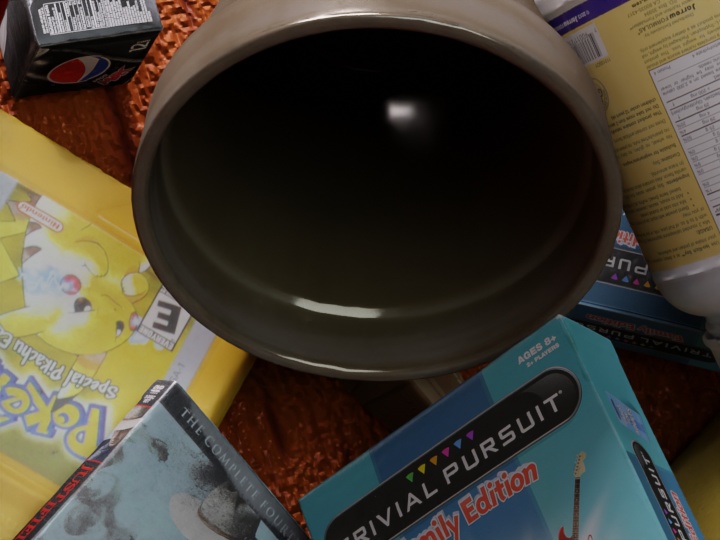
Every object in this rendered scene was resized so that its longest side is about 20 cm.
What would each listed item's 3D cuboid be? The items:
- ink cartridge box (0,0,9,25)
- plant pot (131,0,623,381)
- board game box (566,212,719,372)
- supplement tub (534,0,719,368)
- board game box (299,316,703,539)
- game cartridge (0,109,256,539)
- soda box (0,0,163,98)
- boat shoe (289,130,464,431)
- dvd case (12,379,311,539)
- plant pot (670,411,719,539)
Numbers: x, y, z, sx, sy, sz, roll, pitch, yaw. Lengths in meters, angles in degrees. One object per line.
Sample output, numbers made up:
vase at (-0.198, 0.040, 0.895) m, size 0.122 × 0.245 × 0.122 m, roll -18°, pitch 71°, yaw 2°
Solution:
ink cartridge box at (-0.236, -0.158, 0.756) m, size 0.175 × 0.200 × 0.084 m, roll 40°, pitch 65°, yaw -3°
plant pot at (0.009, -0.081, 0.781) m, size 0.199 × 0.200 × 0.174 m, roll 18°, pitch 42°, yaw -14°
board game box at (0.159, -0.056, 0.930) m, size 0.150 × 0.047 × 0.201 m, roll 13°, pitch 68°, yaw 7°
supplement tub at (0.179, -0.068, 0.801) m, size 0.145 × 0.145 × 0.201 m, roll -26°, pitch 93°, yaw -25°
board game box at (0.071, 0.144, 0.729) m, size 0.047 × 0.151 × 0.201 m, roll 26°, pitch 34°, yaw -49°
game cartridge at (-0.150, 0.048, 0.816) m, size 0.176 × 0.032 × 0.201 m, roll 31°, pitch 65°, yaw -9°
soda box at (-0.156, -0.191, 0.868) m, size 0.063 × 0.071 × 0.201 m, roll -10°, pitch 77°, yaw -24°
boat shoe at (0.000, 0.000, 0.868) m, size 0.065 × 0.072 × 0.200 m, roll -35°, pitch 82°, yaw -24°
dvd case at (-0.104, 0.168, 0.776) m, size 0.200 × 0.022 × 0.146 m, roll -48°, pitch 112°, yaw -28°
plant pot at (0.232, 0.151, 0.843) m, size 0.200 × 0.194 × 0.196 m, roll -34°, pitch 87°, yaw -21°
